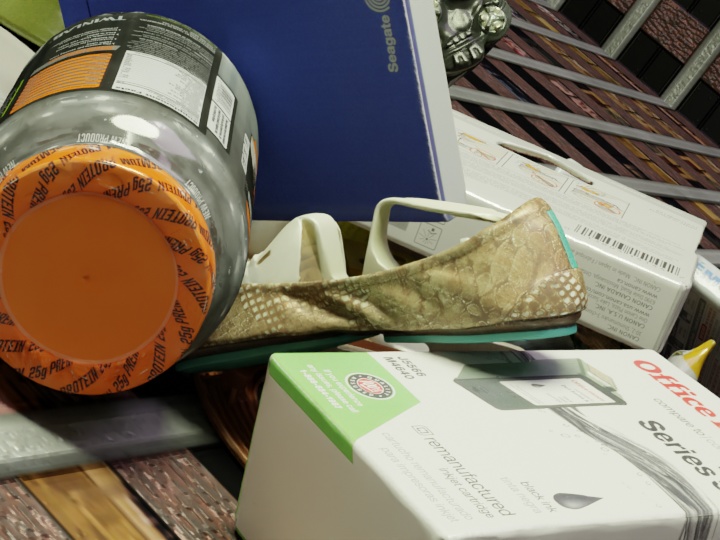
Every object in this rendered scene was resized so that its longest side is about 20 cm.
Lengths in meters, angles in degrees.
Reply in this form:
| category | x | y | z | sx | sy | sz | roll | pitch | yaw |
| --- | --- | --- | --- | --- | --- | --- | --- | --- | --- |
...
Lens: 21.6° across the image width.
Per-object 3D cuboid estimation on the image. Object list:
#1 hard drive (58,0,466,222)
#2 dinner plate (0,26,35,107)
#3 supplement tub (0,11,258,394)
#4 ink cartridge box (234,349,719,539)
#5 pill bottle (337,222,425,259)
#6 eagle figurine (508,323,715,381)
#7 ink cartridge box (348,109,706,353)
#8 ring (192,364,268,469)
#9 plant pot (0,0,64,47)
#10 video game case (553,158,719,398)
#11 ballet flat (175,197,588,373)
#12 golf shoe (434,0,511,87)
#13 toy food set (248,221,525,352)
| category | x | y | z | sx | sy | sz | roll | pitch | yaw |
| --- | --- | --- | --- | --- | --- | --- | --- | --- | --- |
| hard drive | -0.051 | -0.089 | 0.904 | 0.198 | 0.133 | 0.025 | 1 | 23 | 32 |
| dinner plate | -0.204 | -0.103 | 0.978 | 0.199 | 0.024 | 0.200 | 34 | 17 | -12 |
| supplement tub | -0.105 | -0.031 | 0.807 | 0.122 | 0.123 | 0.200 | 34 | 17 | -13 |
| ink cartridge box | 0.072 | 0.098 | 0.751 | 0.198 | 0.085 | 0.145 | 0 | 24 | -31 |
| pill bottle | 0.002 | -0.056 | 1.128 | 0.200 | 0.112 | 0.111 | 40 | 16 | 4 |
| eagle figurine | 0.141 | 0.092 | 1.054 | 0.200 | 0.149 | 0.154 | 163 | -85 | -74 |
| ink cartridge box | 0.084 | -0.031 | 1.012 | 0.198 | 0.045 | 0.176 | 24 | 16 | 8 |
| ring | 0.006 | 0.090 | 0.902 | 0.199 | 0.019 | 0.201 | 34 | 17 | -12 |
| plant pot | -0.160 | -0.232 | 1.085 | 0.199 | 0.194 | 0.200 | 33 | 6 | -4 |
| video game case | 0.179 | 0.045 | 1.150 | 0.182 | 0.022 | 0.201 | 40 | -25 | 22 |
| ballet flat | 0.002 | 0.004 | 0.812 | 0.070 | 0.198 | 0.066 | -4 | 87 | -66 |
| golf shoe | 0.015 | -0.123 | 1.280 | 0.078 | 0.199 | 0.088 | 55 | -16 | 8 |
| toy food set | 0.000 | 0.000 | 0.963 | 0.142 | 0.061 | 0.200 | 14 | 16 | -11 |
